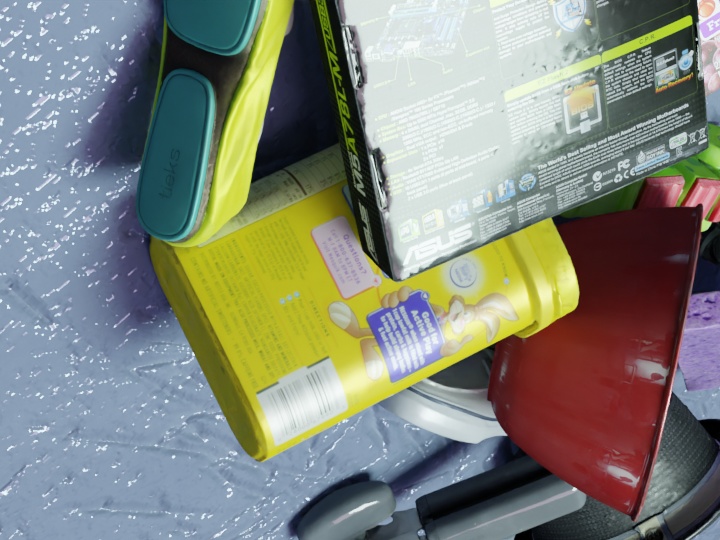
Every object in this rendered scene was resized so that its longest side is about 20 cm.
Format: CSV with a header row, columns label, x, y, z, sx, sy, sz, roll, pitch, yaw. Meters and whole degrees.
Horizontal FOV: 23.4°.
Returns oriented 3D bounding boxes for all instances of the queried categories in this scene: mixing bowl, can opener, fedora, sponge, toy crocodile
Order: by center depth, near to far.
label,x,y,z,sx,sy,sz,roll,pitch,yaw
mixing bowl,0.140,0.047,1.083,0.200,0.107,0.202,11,90,-83
toy crocodile,0.210,-0.056,1.160,0.199,0.062,0.068,-3,127,-39
can opener,0.055,0.164,1.204,0.198,0.054,0.067,-21,127,1
sponge,0.282,0.047,1.258,0.110,0.030,0.200,-10,162,11
fedora,0.184,0.145,1.283,0.200,0.200,0.092,-34,106,-11

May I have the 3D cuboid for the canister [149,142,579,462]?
label,x,y,z,sx,sy,sz,roll,pitch,yaw
canister,0.000,0.000,0.965,0.199,0.149,0.087,-25,175,-16

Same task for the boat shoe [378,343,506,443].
label,x,y,z,sx,sy,sz,roll,pitch,yaw
boat shoe,0.082,0.073,1.176,0.199,0.073,0.067,10,104,-56

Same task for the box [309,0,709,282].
label,x,y,z,sx,sy,sz,roll,pitch,yaw
box,0.078,-0.115,0.880,0.199,0.048,0.194,-23,122,-15

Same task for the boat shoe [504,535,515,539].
label,x,y,z,sx,sy,sz,roll,pitch,yaw
boat shoe,0.153,0.241,1.379,0.199,0.071,0.072,-33,141,-12

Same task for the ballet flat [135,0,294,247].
label,x,y,z,sx,sy,sz,roll,pitch,yaw
ballet flat,-0.066,-0.108,0.869,0.067,0.066,0.202,-17,128,-54

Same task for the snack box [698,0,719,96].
label,x,y,z,sx,sy,sz,roll,pitch,yaw
snack box,0.205,-0.224,0.944,0.168,0.068,0.201,-35,123,-2

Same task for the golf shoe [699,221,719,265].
label,x,y,z,sx,sy,sz,roll,pitch,yaw
golf shoe,0.342,-0.025,1.285,0.199,0.088,0.078,-16,134,-32
